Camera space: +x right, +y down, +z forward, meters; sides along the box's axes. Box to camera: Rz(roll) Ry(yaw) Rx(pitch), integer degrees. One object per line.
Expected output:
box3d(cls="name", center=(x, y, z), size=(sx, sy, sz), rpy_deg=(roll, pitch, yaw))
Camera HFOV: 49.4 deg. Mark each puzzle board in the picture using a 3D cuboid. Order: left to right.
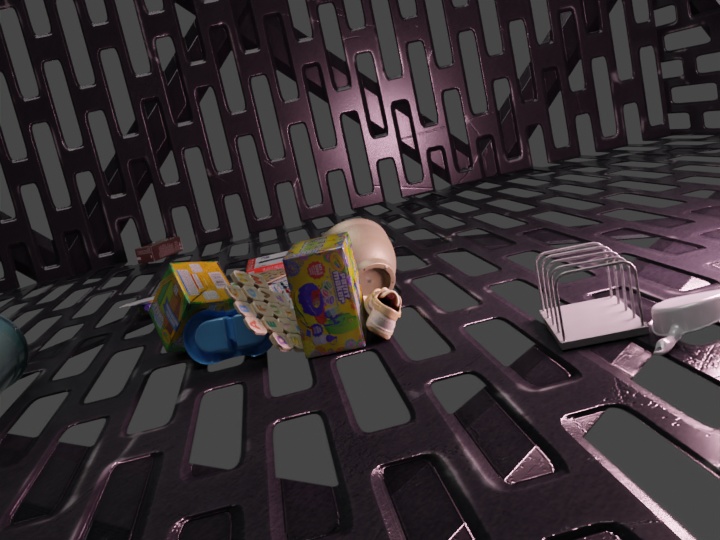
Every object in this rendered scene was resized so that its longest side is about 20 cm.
box3d(cls="puzzle board", center=(-0.171, 0.056, 2.003), size=(0.150, 0.017, 0.200), rpy_deg=(-15, 21, -14))

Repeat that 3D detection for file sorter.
box3d(cls="file sorter", center=(0.378, 0.034, 1.316), size=(0.138, 0.125, 0.200), rpy_deg=(-11, 11, 5))

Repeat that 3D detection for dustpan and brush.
box3d(cls="dustpan and brush", center=(0.486, 0.079, 1.187), size=(0.200, 0.057, 0.139), rpy_deg=(-14, -2, -43))

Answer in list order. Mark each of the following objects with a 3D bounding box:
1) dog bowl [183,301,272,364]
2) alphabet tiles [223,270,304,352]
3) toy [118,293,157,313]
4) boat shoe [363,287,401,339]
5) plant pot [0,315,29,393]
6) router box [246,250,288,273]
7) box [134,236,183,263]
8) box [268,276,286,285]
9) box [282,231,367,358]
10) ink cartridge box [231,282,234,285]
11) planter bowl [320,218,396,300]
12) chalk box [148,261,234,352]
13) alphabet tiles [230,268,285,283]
box3d(cls="dog bowl", center=(-0.260, 0.129, 1.609), size=(0.200, 0.112, 0.050), rpy_deg=(-11, -8, 8))
box3d(cls="alphabet tiles", center=(-0.180, 0.080, 1.550), size=(0.015, 0.200, 0.196), rpy_deg=(-44, -26, 18))
box3d(cls="toy", center=(-0.610, 0.098, 2.298), size=(0.115, 0.047, 0.200), rpy_deg=(-14, 7, 9))
box3d(cls="boat shoe", center=(0.052, 0.072, 1.571), size=(0.074, 0.069, 0.200), rpy_deg=(29, 15, -10))
box3d(cls="plant pot", center=(-0.825, 0.209, 1.648), size=(0.200, 0.201, 0.196), rpy_deg=(-14, 19, -6))
box3d(cls="router box", center=(-0.265, -0.015, 2.465), size=(0.179, 0.049, 0.200), rpy_deg=(-13, 11, -4))
box3d(cls="box", center=(-0.900, -0.092, 3.504), size=(0.100, 0.075, 0.200), rpy_deg=(-6, 14, 28))
box3d(cls="box", center=(-0.254, 0.048, 2.177), size=(0.200, 0.036, 0.144), rpy_deg=(-11, 11, 11))
box3d(cls="box", center=(-0.064, 0.043, 1.563), size=(0.122, 0.200, 0.193), rpy_deg=(-12, 10, 4))
box3d(cls="ink cartridge box", center=(-0.373, 0.092, 1.961), size=(0.200, 0.085, 0.146), rpy_deg=(-11, 11, 12))
box3d(cls="planter bowl", center=(0.000, 0.000, 1.805), size=(0.200, 0.201, 0.135), rpy_deg=(-16, 39, -16))
box3d(cls="chalk box", center=(-0.373, 0.092, 1.705), size=(0.124, 0.200, 0.124), rpy_deg=(-3, 46, -42))
box3d(cls="alphabet tiles", center=(-0.286, 0.023, 2.239), size=(0.166, 0.006, 0.200), rpy_deg=(-4, 13, 36))
